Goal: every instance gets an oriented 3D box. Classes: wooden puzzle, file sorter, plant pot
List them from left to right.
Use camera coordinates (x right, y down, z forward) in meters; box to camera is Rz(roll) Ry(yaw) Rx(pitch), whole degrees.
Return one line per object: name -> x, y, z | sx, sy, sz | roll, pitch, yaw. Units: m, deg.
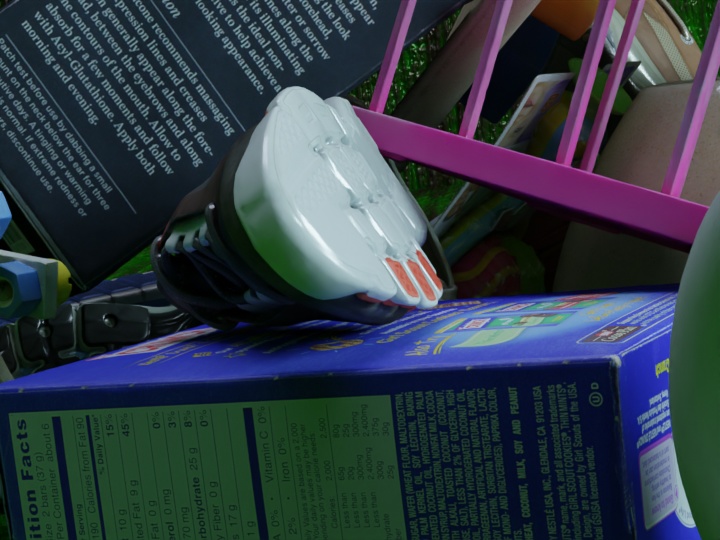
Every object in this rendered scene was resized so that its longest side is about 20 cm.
wooden puzzle -> 0.086, -0.139, 1.002 | 0.201, 0.046, 0.185 | -59, 5, -30
file sorter -> 0.122, -0.069, 0.802 | 0.199, 0.126, 0.138 | 20, 3, 44
plant pot -> 0.169, -0.014, 0.955 | 0.198, 0.136, 0.200 | -6, 6, 1

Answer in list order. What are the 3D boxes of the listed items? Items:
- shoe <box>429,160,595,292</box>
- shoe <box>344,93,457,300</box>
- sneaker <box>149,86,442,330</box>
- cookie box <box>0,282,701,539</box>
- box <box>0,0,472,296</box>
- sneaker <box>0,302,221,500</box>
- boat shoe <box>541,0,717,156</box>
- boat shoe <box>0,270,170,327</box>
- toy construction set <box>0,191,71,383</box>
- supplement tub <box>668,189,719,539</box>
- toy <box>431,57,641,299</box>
shoe -> 0.054, 0.019, 1.134 | 0.200, 0.091, 0.071 | -38, 1, 31
shoe -> 0.000, 0.000, 0.933 | 0.070, 0.054, 0.201 | 19, 31, -27
sneaker -> -0.026, -0.004, 0.721 | 0.082, 0.077, 0.200 | -32, 0, 6
cookie box -> 0.013, 0.053, 0.723 | 0.198, 0.076, 0.171 | -4, 5, 24
box -> -0.076, -0.088, 0.944 | 0.200, 0.107, 0.148 | -38, 6, -14
sneaker -> -0.094, 0.056, 0.967 | 0.199, 0.079, 0.090 | -18, -19, -32
boat shoe -> 0.160, -0.059, 1.106 | 0.072, 0.201, 0.076 | -33, 4, -34
boat shoe -> -0.085, 0.036, 1.056 | 0.198, 0.073, 0.072 | -13, 7, -13
toy construction set -> -0.194, 0.035, 0.872 | 0.092, 0.132, 0.199 | -11, 6, -44
supplement tub -> 0.178, 0.018, 0.512 | 0.144, 0.146, 0.199 | -2, 7, 43
toy -> 0.058, -0.002, 1.022 | 0.047, 0.201, 0.115 | 40, 25, 17
